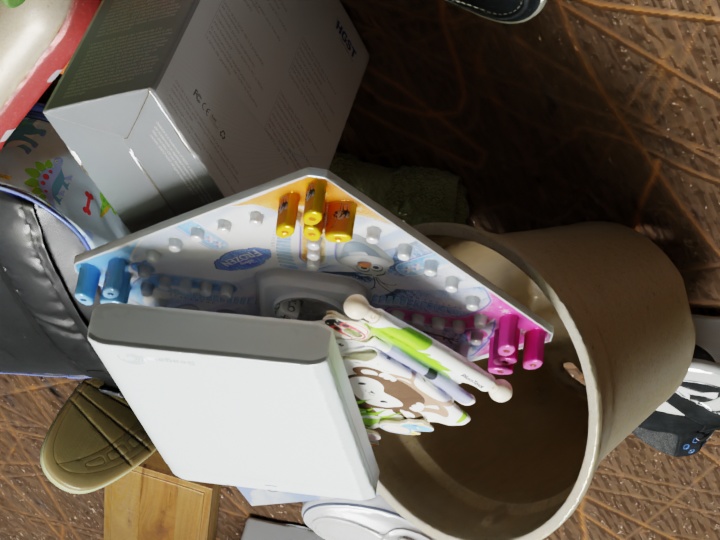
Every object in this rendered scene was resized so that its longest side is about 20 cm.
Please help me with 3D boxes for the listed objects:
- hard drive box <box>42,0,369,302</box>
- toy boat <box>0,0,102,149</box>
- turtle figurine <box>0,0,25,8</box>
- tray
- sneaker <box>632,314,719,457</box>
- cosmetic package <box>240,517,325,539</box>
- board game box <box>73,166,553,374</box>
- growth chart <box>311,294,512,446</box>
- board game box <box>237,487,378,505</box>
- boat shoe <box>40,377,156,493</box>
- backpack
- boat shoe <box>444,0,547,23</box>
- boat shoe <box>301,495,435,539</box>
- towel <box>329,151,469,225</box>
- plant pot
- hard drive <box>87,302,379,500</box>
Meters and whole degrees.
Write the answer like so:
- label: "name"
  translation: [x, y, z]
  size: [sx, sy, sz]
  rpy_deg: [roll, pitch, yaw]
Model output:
- label: "hard drive box"
  translation: [-0.080, -0.109, 1.008]
  size: [0.076, 0.201, 0.156]
  rpy_deg: [-7, 133, 29]
- label: "toy boat"
  translation: [-0.202, -0.140, 1.054]
  size: [0.130, 0.131, 0.200]
  rpy_deg: [11, 135, -45]
- label: "turtle figurine"
  translation: [-0.268, -0.198, 0.945]
  size: [0.194, 0.144, 0.200]
  rpy_deg: [49, 123, 10]
- label: "tray"
  translation: [-0.180, 0.223, 1.560]
  size: [0.098, 0.037, 0.201]
  rpy_deg: [16, 141, 5]
- label: "sneaker"
  translation: [0.261, 0.087, 1.201]
  size: [0.198, 0.073, 0.112]
  rpy_deg: [12, 144, 22]
- label: "cosmetic package"
  translation: [-0.077, 0.322, 1.500]
  size: [0.101, 0.201, 0.074]
  rpy_deg: [11, 140, 11]
- label: "board game box"
  translation: [-0.028, 0.024, 0.967]
  size: [0.199, 0.026, 0.199]
  rpy_deg: [-18, 142, 40]
- label: "growth chart"
  translation: [-0.008, 0.067, 0.995]
  size: [0.144, 0.018, 0.199]
  rpy_deg: [28, 149, -30]
- label: "board game box"
  translation: [-0.037, 0.124, 1.386]
  size: [0.198, 0.037, 0.152]
  rpy_deg: [-9, 133, 31]
- label: "boat shoe"
  translation: [-0.169, 0.094, 1.280]
  size: [0.073, 0.201, 0.063]
  rpy_deg: [38, 140, -6]
- label: "backpack"
  translation: [-0.227, -0.032, 1.199]
  size: [0.181, 0.148, 0.201]
  rpy_deg: [5, 142, 19]
- label: "boat shoe"
  translation: [0.019, -0.193, 0.981]
  size: [0.199, 0.063, 0.075]
  rpy_deg: [31, 138, -16]
- label: "boat shoe"
  translation: [0.041, 0.241, 1.465]
  size: [0.198, 0.066, 0.074]
  rpy_deg: [18, 141, 2]
- label: "towel"
  translation: [0.000, 0.000, 1.216]
  size: [0.147, 0.037, 0.201]
  rpy_deg: [13, 133, 10]
- label: "plant pot"
  translation: [0.112, 0.050, 1.096]
  size: [0.199, 0.183, 0.202]
  rpy_deg: [13, 112, 37]
- label: "hard drive"
  translation: [-0.066, 0.079, 0.991]
  size: [0.131, 0.026, 0.200]
  rpy_deg: [5, 154, 11]
